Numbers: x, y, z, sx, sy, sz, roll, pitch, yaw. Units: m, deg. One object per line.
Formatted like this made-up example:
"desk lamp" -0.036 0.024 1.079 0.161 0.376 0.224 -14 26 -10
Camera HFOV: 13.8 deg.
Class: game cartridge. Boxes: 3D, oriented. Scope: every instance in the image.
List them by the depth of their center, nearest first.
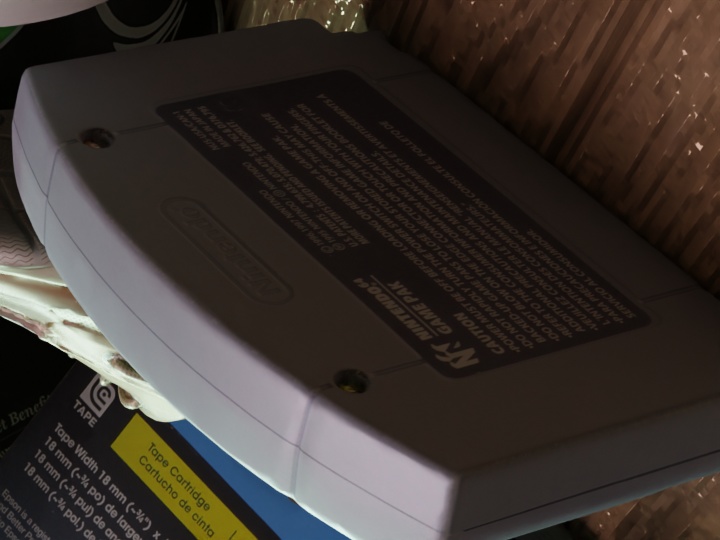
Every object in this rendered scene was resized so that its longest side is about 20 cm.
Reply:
"game cartridge" 0.000 0.000 0.761 0.200 0.133 0.041 42 129 41

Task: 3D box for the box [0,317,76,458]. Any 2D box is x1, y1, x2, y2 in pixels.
"box" -0.120 0.092 1.170 0.199 0.123 0.200 55 157 17

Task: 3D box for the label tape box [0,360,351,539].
"label tape box" -0.065 0.115 0.989 0.144 0.200 0.063 45 -166 22

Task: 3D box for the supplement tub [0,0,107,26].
"supplement tub" -0.103 -0.176 0.756 0.145 0.145 0.200 46 155 34

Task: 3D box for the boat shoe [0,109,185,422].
"boat shoe" -0.055 0.010 0.838 0.199 0.076 0.072 15 126 10

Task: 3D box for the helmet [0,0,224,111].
"helmet" -0.160 -0.083 0.937 0.200 0.190 0.200 47 155 30

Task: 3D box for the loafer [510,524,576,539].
"loafer" 0.034 0.144 0.963 0.072 0.063 0.200 51 157 24
